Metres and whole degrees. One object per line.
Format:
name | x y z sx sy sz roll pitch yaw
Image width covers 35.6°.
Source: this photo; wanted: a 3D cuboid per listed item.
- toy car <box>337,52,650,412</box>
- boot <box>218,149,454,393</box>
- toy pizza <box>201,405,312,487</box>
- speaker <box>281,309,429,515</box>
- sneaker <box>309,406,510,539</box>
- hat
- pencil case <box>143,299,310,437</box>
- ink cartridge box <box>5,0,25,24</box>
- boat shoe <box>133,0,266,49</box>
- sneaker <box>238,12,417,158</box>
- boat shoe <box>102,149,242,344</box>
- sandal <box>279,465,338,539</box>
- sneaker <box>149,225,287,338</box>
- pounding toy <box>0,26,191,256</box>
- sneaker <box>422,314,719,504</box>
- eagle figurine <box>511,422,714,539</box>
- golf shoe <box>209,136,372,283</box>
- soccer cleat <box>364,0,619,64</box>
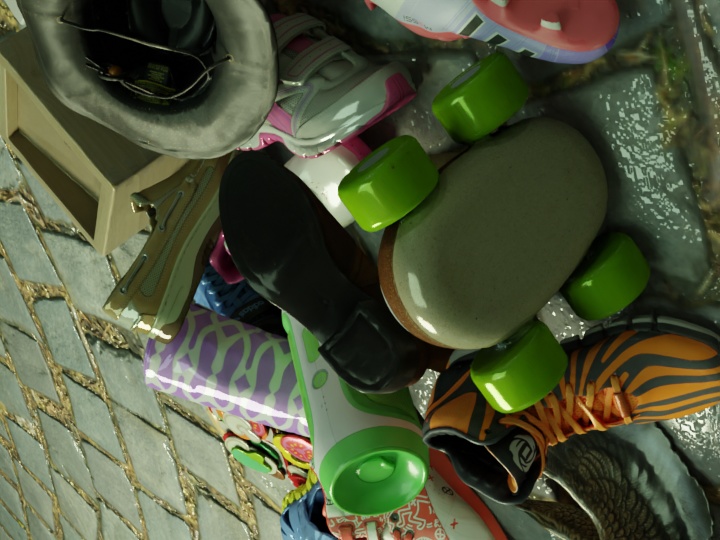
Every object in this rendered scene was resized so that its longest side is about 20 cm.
toy car | 0.052 -0.020 0.719 0.165 0.158 0.200 53 159 -13
boot | 0.000 0.000 0.791 0.188 0.200 0.069 45 104 14
toy pizza | -0.074 0.168 1.064 0.198 0.032 0.201 24 152 13
speaker | -0.007 0.082 0.843 0.201 0.087 0.089 -108 14 -47
sneaker | 0.042 0.199 0.858 0.202 0.107 0.067 53 173 25
hat | -0.131 -0.174 0.750 0.198 0.081 0.202 12 140 10
pencil case | -0.087 0.083 0.946 0.198 0.086 0.084 19 151 0
ink cartridge box | -0.193 -0.244 0.781 0.068 0.199 0.116 56 147 3
boat shoe | -0.160 -0.185 0.841 0.199 0.067 0.072 -27 89 30
sneaker | -0.044 -0.136 0.791 0.199 0.081 0.089 7 125 49
boat shoe | -0.147 -0.047 0.894 0.075 0.202 0.072 23 158 -12
sandal | -0.034 0.237 1.023 0.078 0.088 0.201 9 146 -5
sneaker | -0.117 0.018 1.015 0.111 0.076 0.202 24 137 45
pounding toy | -0.229 -0.158 0.988 0.200 0.142 0.184 49 154 5
sneaker | 0.129 0.093 0.691 0.198 0.112 0.078 -12 117 32
eagle figurine | 0.175 0.189 0.770 0.151 0.151 0.201 -37 48 19
golf shoe | -0.052 -0.041 0.866 0.075 0.092 0.200 47 147 -6
soccer cleat | 0.068 -0.159 0.653 0.199 0.067 0.077 32 157 32
